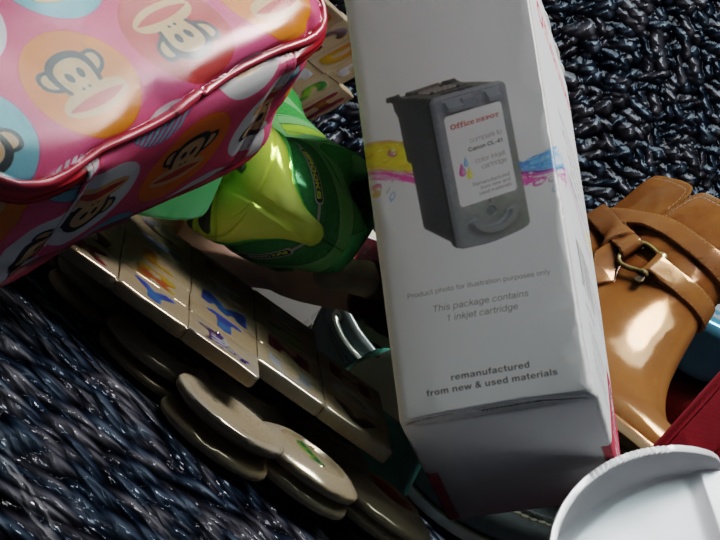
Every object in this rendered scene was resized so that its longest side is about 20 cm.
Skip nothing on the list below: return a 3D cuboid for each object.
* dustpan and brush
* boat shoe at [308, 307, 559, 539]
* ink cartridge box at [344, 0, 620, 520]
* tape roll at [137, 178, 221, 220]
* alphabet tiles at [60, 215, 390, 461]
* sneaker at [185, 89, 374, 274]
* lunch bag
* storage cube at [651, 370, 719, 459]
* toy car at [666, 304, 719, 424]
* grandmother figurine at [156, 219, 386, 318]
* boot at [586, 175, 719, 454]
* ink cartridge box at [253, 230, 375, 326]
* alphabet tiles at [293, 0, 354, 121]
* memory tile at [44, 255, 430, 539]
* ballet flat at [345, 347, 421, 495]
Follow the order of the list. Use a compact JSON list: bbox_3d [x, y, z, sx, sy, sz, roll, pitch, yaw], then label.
[{"bbox_3d":[0.097,0.134,1.205,0.199,0.057,0.140,-4,60,-24],"label":"dustpan and brush"},{"bbox_3d":[0.048,0.074,1.479,0.073,0.062,0.200,-20,47,-42],"label":"boat shoe"},{"bbox_3d":[0.054,-0.011,1.272,0.148,0.085,0.201,63,17,-67],"label":"ink cartridge box"},{"bbox_3d":[-0.145,-0.083,1.201,0.200,0.048,0.200,22,10,-4],"label":"tape roll"},{"bbox_3d":[-0.071,0.008,1.223,0.200,0.008,0.167,35,7,-9],"label":"alphabet tiles"},{"bbox_3d":[-0.036,-0.035,1.325,0.083,0.074,0.200,33,11,-12],"label":"sneaker"},{"bbox_3d":[-0.127,-0.096,1.061,0.176,0.082,0.200,45,43,13],"label":"lunch bag"},{"bbox_3d":[0.210,0.172,1.353,0.180,0.171,0.200,46,5,39],"label":"storage cube"},{"bbox_3d":[0.142,0.128,1.562,0.177,0.185,0.200,43,33,23],"label":"toy car"},{"bbox_3d":[0.000,0.000,1.402,0.199,0.061,0.121,9,9,6],"label":"grandmother figurine"},{"bbox_3d":[0.149,0.034,1.513,0.200,0.155,0.077,37,-28,48],"label":"boot"},{"bbox_3d":[-0.021,0.003,1.628,0.200,0.067,0.116,52,7,16],"label":"ink cartridge box"},{"bbox_3d":[-0.073,-0.092,1.638,0.008,0.167,0.200,63,9,15],"label":"alphabet tiles"},{"bbox_3d":[-0.060,0.040,1.224,0.153,0.017,0.200,30,11,-44],"label":"memory tile"},{"bbox_3d":[0.011,0.062,1.368,0.067,0.070,0.200,42,4,2],"label":"ballet flat"}]
